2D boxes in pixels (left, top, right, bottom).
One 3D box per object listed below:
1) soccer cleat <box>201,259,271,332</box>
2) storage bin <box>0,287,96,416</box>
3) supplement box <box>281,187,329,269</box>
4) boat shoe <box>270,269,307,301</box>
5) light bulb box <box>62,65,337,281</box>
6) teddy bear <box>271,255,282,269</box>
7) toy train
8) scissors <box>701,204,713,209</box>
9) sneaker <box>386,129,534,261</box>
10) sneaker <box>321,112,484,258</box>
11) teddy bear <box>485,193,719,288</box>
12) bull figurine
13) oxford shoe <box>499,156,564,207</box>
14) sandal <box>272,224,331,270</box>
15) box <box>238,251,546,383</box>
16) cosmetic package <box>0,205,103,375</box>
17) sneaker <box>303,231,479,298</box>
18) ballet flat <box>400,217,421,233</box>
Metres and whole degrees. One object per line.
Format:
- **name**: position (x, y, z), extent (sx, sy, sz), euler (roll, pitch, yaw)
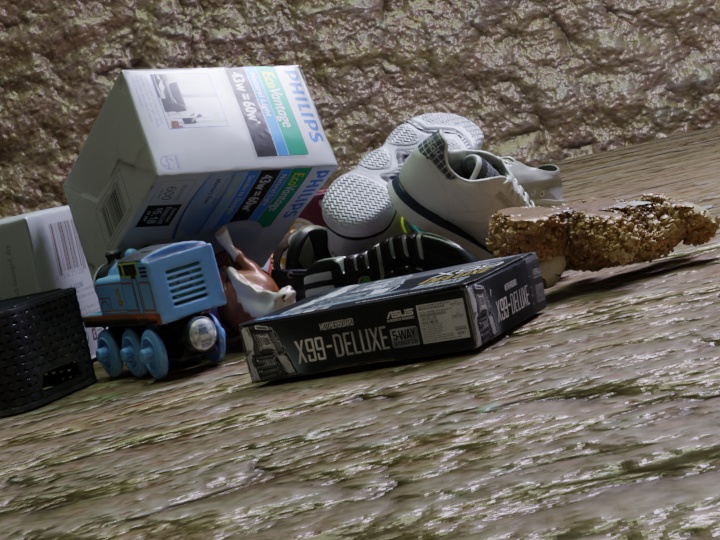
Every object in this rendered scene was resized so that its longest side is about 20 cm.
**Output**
- **soccer cleat**: position (-0.134, 0.007, 1.732), extent (0.066, 0.077, 0.200), euler (-11, 19, 11)
- **storage bin**: position (-0.364, 0.084, 1.532), extent (0.198, 0.095, 0.135), euler (-10, 6, 25)
- **supplement box**: position (-0.095, -0.029, 1.980), extent (0.198, 0.112, 0.086), euler (-12, 5, 18)
- **boat shoe**: position (0.000, 0.000, 1.668), extent (0.198, 0.067, 0.070), euler (-15, 5, -14)
- **light bulb box**: position (-0.160, -0.094, 1.614), extent (0.198, 0.126, 0.198), euler (-6, -28, -32)
- **teddy bear**: position (-0.182, 0.032, 1.874), extent (0.199, 0.067, 0.144), euler (-25, 6, -33)
- **toy train**: position (-0.190, 0.035, 1.501), extent (0.086, 0.116, 0.199), euler (-15, 6, -30)
- **scissors**: position (0.290, -0.046, 1.731), extent (0.199, 0.014, 0.073), euler (-20, 6, -42)
- **sneaker**: position (0.120, -0.055, 1.466), extent (0.199, 0.081, 0.077), euler (23, 25, -31)
- **sneaker**: position (0.036, -0.069, 1.586), extent (0.199, 0.075, 0.115), euler (-36, -25, -30)
- **teddy bear**: position (0.208, -0.025, 1.403), extent (0.198, 0.068, 0.144), euler (-10, 12, -33)
- **bull figurine**: position (-0.109, 0.020, 1.546), extent (0.065, 0.122, 0.200), euler (-37, 3, -11)
- **oxford shoe**: position (0.143, -0.093, 1.745), extent (0.198, 0.059, 0.075), euler (1, 3, -42)
- **sandal**: position (-0.066, -0.008, 1.761), extent (0.057, 0.081, 0.201), euler (25, -6, 4)
- **box**: position (0.029, 0.036, 1.291), extent (0.198, 0.050, 0.157), euler (-11, 5, 28)
- **cosmetic package**: position (-0.388, 0.033, 1.733), extent (0.198, 0.168, 0.167), euler (-11, 5, 16)
- **sneaker**: position (0.052, 0.003, 1.489), extent (0.198, 0.077, 0.115), euler (-4, 2, 41)
- **ballet flat**: position (0.121, -0.025, 1.563), extent (0.198, 0.067, 0.067), euler (0, -32, -25)
